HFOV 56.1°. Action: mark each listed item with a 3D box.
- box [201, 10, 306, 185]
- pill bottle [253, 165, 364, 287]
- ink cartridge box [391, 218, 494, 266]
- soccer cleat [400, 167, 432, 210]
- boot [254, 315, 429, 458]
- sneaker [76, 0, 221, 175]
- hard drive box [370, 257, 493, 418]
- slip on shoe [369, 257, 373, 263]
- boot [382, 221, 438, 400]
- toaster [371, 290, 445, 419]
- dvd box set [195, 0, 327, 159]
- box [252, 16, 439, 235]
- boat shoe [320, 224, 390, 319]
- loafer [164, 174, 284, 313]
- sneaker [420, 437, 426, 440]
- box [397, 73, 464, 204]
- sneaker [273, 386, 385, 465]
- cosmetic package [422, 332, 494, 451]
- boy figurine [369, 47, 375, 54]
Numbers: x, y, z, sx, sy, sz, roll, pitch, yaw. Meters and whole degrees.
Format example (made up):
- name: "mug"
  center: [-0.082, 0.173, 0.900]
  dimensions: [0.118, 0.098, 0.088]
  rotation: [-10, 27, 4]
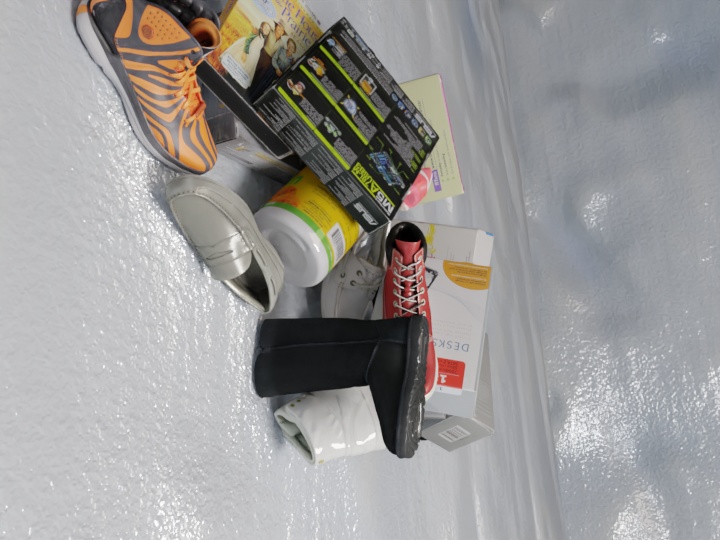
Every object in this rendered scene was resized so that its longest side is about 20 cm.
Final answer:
- name: "box"
  center: [-0.123, -0.206, 0.855]
  dimensions: [0.200, 0.048, 0.160]
  rotation: [19, 63, -64]
- name: "pill bottle"
  center: [-0.039, -0.082, 0.848]
  dimensions: [0.200, 0.110, 0.112]
  rotation: [-50, 128, -37]
- name: "ink cartridge box"
  center: [0.115, -0.019, 1.175]
  dimensions: [0.128, 0.198, 0.127]
  rotation: [2, 96, -67]
- name: "soccer cleat"
  center: [0.007, -0.150, 0.970]
  dimensions: [0.077, 0.199, 0.067]
  rotation: [-51, 158, -39]
- name: "boot"
  center: [-0.029, 0.125, 0.750]
  dimensions: [0.066, 0.198, 0.166]
  rotation: [69, 25, -48]
- name: "sneaker"
  center: [-0.171, -0.181, 0.647]
  dimensions: [0.078, 0.111, 0.201]
  rotation: [-78, 149, -41]
- name: "hard drive box"
  center: [0.093, 0.083, 0.921]
  dimensions: [0.077, 0.154, 0.201]
  rotation: [85, 16, -52]
- name: "slip on shoe"
  center: [-0.028, -0.041, 0.988]
  dimensions: [0.201, 0.073, 0.061]
  rotation: [60, 26, -31]
- name: "boot"
  center: [0.056, 0.046, 0.812]
  dimensions: [0.145, 0.072, 0.201]
  rotation: [91, -4, -53]
- name: "toaster"
  center: [0.075, 0.125, 1.050]
  dimensions: [0.182, 0.117, 0.201]
  rotation: [77, 18, -48]
- name: "dvd box set"
  center: [-0.104, -0.252, 0.791]
  dimensions: [0.146, 0.029, 0.201]
  rotation: [45, 47, -34]
- name: "box"
  center: [-0.005, -0.176, 0.806]
  dimensions: [0.200, 0.047, 0.194]
  rotation: [47, 48, -18]
- name: "boat shoe"
  center: [0.000, 0.000, 0.914]
  dimensions: [0.070, 0.069, 0.202]
  rotation: [16, 82, -39]
- name: "loafer"
  center: [-0.138, -0.024, 0.718]
  dimensions: [0.200, 0.069, 0.070]
  rotation: [52, 27, -50]
- name: "sneaker"
  center: [0.139, 0.245, 1.270]
  dimensions: [0.200, 0.072, 0.113]
  rotation: [-41, 122, -55]
- name: "box"
  center: [0.045, -0.184, 1.034]
  dimensions: [0.097, 0.198, 0.178]
  rotation: [-50, 126, -77]
- name: "sneaker"
  center: [-0.057, 0.144, 0.832]
  dimensions: [0.201, 0.115, 0.074]
  rotation: [58, -33, 40]
- name: "cosmetic package"
  center: [0.161, 0.191, 1.157]
  dimensions: [0.090, 0.107, 0.201]
  rotation: [34, 43, -24]
- name: "boy figurine"
  center: [-0.038, -0.242, 0.912]
  dimensions: [0.124, 0.064, 0.201]
  rotation: [42, 44, -30]
